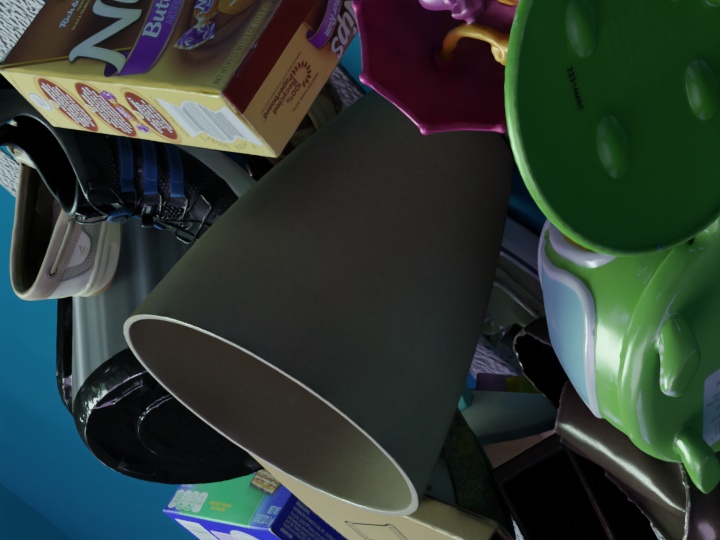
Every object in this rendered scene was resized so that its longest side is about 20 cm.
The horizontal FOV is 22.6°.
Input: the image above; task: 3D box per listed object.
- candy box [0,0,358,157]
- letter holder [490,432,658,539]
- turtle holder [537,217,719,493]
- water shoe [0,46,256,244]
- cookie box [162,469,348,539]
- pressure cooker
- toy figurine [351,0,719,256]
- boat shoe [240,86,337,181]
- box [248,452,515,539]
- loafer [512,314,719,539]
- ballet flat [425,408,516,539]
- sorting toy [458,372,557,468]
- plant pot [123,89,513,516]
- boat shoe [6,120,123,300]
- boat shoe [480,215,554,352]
[{"bbox_3d":[-0.094,-0.129,0.962,0.199,0.117,0.056,9,151,46],"label":"candy box"},{"bbox_3d":[0.181,0.185,1.118,0.200,0.100,0.143,43,-162,-59],"label":"letter holder"},{"bbox_3d":[0.147,0.005,0.889,0.132,0.141,0.185,38,177,41],"label":"turtle holder"},{"bbox_3d":[-0.142,-0.051,1.068,0.199,0.079,0.072,34,146,-4],"label":"water shoe"},{"bbox_3d":[-0.033,0.120,1.333,0.075,0.201,0.171,42,157,-24],"label":"cookie box"},{"bbox_3d":[-0.118,0.026,1.249,0.177,0.202,0.176,18,137,-34],"label":"pressure cooker"},{"bbox_3d":[0.061,-0.120,0.773,0.183,0.150,0.202,21,137,53],"label":"toy figurine"},{"bbox_3d":[-0.043,-0.051,1.133,0.072,0.072,0.200,25,159,19],"label":"boat shoe"},{"bbox_3d":[0.043,0.168,1.089,0.199,0.021,0.164,16,157,44],"label":"box"},{"bbox_3d":[0.141,0.091,0.991,0.200,0.070,0.074,-124,28,-53],"label":"loafer"},{"bbox_3d":[0.034,0.097,1.105,0.071,0.070,0.202,-11,99,62],"label":"ballet flat"},{"bbox_3d":[0.120,0.112,1.203,0.198,0.108,0.179,8,165,-33],"label":"sorting toy"},{"bbox_3d":[0.000,0.000,1.000,0.186,0.201,0.188,28,161,11],"label":"plant pot"},{"bbox_3d":[-0.185,-0.078,1.130,0.072,0.202,0.065,22,-160,40],"label":"boat shoe"},{"bbox_3d":[0.093,0.016,1.101,0.199,0.062,0.072,31,160,5],"label":"boat shoe"}]
